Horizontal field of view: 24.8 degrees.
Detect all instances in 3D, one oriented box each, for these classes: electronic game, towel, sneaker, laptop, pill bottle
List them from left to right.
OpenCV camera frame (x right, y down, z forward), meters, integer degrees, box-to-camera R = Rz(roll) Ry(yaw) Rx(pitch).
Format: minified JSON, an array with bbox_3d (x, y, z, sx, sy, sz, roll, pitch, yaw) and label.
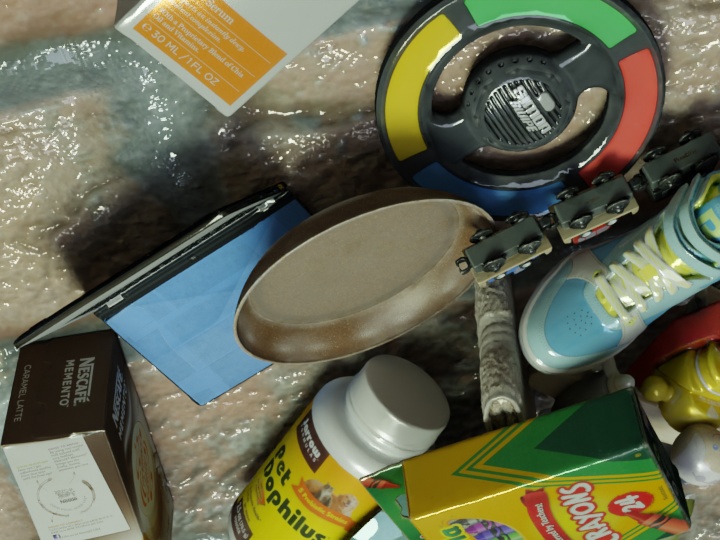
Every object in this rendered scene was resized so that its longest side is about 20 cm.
[{"bbox_3d":[-0.109,0.033,1.182,0.187,0.200,0.116,-32,91,19],"label":"laptop"},{"bbox_3d":[-0.015,0.160,1.289,0.109,0.109,0.200,23,123,-21],"label":"pill bottle"},{"bbox_3d":[0.109,0.096,1.211,0.034,0.133,0.200,-8,140,7],"label":"towel"},{"bbox_3d":[0.109,-0.116,1.120,0.199,0.042,0.200,-2,128,-2],"label":"electronic game"},{"bbox_3d":[0.201,-0.006,1.119,0.200,0.131,0.080,-35,85,-16],"label":"sneaker"}]

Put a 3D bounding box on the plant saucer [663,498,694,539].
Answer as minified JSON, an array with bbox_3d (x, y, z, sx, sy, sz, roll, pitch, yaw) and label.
[{"bbox_3d":[0.179,0.227,1.332,0.199,0.031,0.200,-13,165,-3],"label":"plant saucer"}]

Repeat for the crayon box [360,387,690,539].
[{"bbox_3d":[0.115,0.161,1.135,0.200,0.051,0.127,-20,140,14],"label":"crayon box"}]

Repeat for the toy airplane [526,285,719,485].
[{"bbox_3d":[0.231,0.111,1.238,0.200,0.141,0.199,-15,135,-2],"label":"toy airplane"}]

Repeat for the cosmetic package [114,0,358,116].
[{"bbox_3d":[-0.051,-0.201,1.022,0.101,0.071,0.200,37,117,-28],"label":"cosmetic package"}]

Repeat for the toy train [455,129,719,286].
[{"bbox_3d":[0.159,-0.042,1.145,0.200,0.034,0.046,-25,159,1],"label":"toy train"}]

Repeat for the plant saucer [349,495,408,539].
[{"bbox_3d":[0.053,0.217,1.311,0.200,0.036,0.200,-33,158,-15],"label":"plant saucer"}]

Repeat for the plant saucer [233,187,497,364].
[{"bbox_3d":[0.000,0.000,1.157,0.200,0.032,0.200,-19,153,-10],"label":"plant saucer"}]

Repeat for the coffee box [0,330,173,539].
[{"bbox_3d":[-0.207,0.162,1.275,0.080,0.115,0.200,-9,129,4],"label":"coffee box"}]
